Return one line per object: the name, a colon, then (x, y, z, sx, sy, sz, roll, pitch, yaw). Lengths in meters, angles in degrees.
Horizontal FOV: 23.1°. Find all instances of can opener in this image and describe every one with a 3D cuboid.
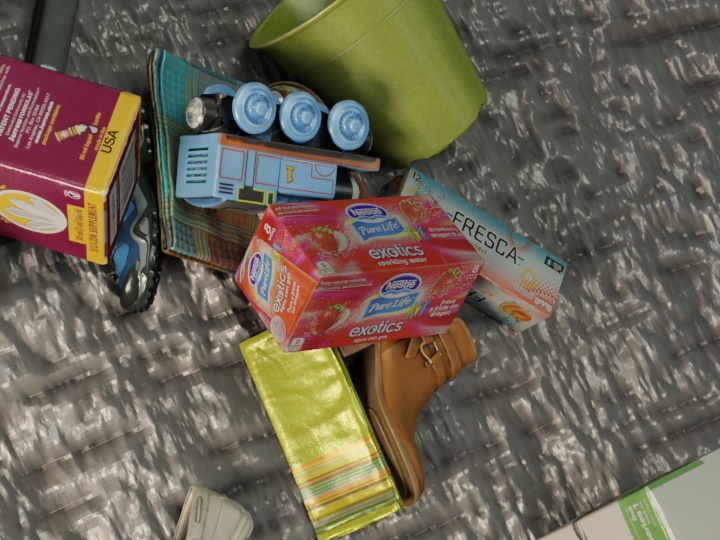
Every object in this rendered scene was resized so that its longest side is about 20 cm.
can opener: (-0.264, -0.255, 1.643, 0.066, 0.053, 0.202, 16, 65, -23)

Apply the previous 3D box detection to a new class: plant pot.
plant pot: (0.024, -0.208, 1.728, 0.190, 0.199, 0.200, 53, 55, -18)

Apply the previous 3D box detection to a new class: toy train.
toy train: (-0.074, -0.105, 1.598, 0.199, 0.086, 0.115, 7, 89, -38)

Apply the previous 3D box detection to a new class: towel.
towel: (-0.037, 0.142, 1.616, 0.086, 0.018, 0.201, -24, 83, 6)
towel: (-0.140, -0.098, 1.640, 0.146, 0.022, 0.202, 19, 59, -52)

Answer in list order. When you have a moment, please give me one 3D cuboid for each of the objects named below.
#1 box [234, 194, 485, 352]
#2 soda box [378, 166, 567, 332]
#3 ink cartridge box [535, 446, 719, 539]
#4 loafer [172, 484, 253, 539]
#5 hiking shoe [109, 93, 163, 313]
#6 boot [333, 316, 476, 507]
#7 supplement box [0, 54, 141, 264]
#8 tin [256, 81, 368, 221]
box: (0.000, 0.000, 1.606, 0.199, 0.096, 0.100, -5, 45, -39)
soda box: (0.105, -0.019, 1.759, 0.199, 0.063, 0.069, 31, 61, -17)
ink cartridge box: (0.280, 0.245, 1.679, 0.145, 0.200, 0.085, -20, 79, -34)
loafer: (-0.161, 0.272, 1.497, 0.070, 0.070, 0.201, 34, 51, -9)
hiking shoe: (-0.226, -0.058, 1.592, 0.086, 0.074, 0.202, -6, 78, -2)
boot: (0.053, 0.110, 1.677, 0.154, 0.074, 0.201, -19, 84, -38)
supplement box: (-0.292, -0.101, 1.484, 0.198, 0.131, 0.104, 16, 63, 1)
tin: (-0.056, -0.081, 1.681, 0.112, 0.042, 0.201, -33, 104, -42)
